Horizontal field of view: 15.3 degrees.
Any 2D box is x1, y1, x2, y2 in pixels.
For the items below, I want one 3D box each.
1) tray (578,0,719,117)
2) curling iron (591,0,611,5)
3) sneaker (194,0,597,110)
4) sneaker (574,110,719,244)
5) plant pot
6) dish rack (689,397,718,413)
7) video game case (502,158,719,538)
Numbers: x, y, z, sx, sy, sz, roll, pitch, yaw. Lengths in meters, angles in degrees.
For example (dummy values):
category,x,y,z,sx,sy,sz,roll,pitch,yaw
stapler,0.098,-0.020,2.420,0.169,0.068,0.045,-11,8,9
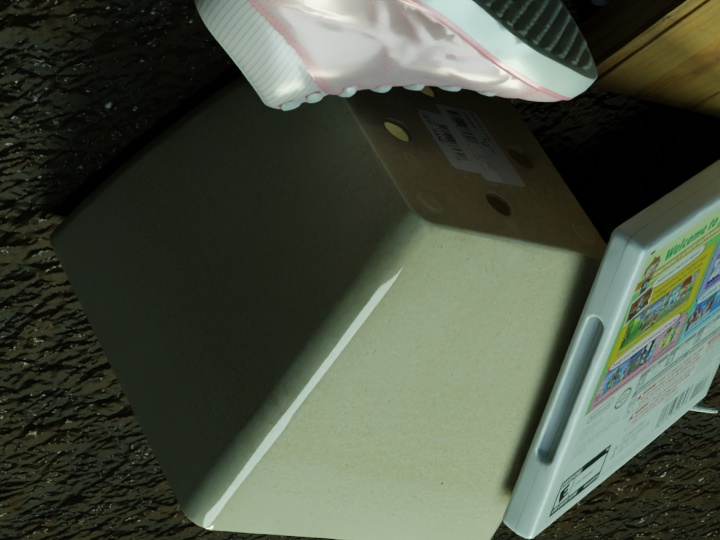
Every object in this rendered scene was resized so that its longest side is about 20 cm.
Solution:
category,x,y,z,sx,sy,sz,roll,pitch,yaw
tray,0.185,-0.120,1.266,0.098,0.037,0.200,11,163,-16
curling iron,0.073,-0.165,1.226,0.050,0.026,0.200,-62,150,-1
sneaker,0.010,-0.112,1.225,0.200,0.075,0.105,23,128,-37
sneaker,0.157,-0.028,1.469,0.091,0.076,0.200,0,144,-24
plant pot,0.000,0.000,1.312,0.200,0.200,0.177,9,129,-42
dish rack,0.089,0.045,1.508,0.200,0.044,0.171,10,178,-43
video game case,0.154,0.025,1.354,0.200,0.022,0.182,-31,146,-50
